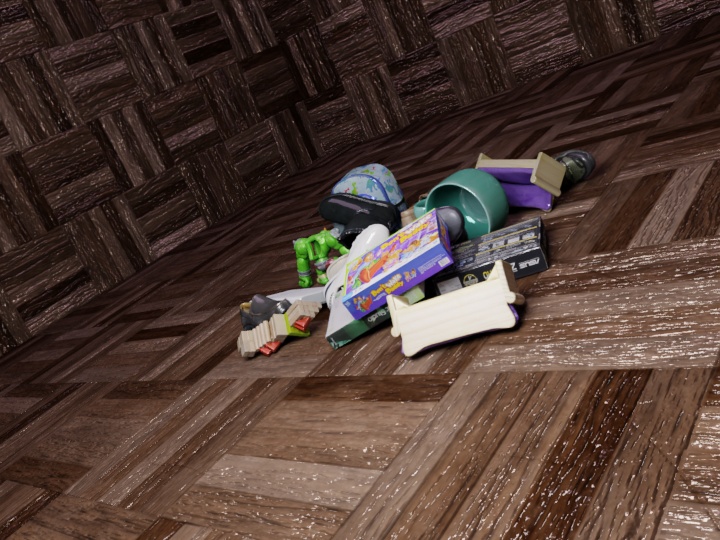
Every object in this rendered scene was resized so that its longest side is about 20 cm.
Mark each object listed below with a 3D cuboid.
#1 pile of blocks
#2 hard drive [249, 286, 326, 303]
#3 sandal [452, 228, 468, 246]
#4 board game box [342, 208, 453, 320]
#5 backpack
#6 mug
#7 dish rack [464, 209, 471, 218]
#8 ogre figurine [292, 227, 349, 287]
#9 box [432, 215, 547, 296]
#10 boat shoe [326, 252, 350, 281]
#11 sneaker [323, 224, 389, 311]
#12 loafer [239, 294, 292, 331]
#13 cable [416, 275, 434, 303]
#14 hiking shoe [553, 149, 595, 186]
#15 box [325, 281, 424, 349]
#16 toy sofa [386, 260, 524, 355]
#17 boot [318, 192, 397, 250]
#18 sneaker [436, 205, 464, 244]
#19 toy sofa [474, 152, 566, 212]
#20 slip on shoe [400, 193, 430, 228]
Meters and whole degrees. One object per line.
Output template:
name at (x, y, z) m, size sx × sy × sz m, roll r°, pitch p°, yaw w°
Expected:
pile of blocks at (-0.157, 0.130, 1.364) m, size 0.198 × 0.082 × 0.063 m, roll -29°, pitch 56°, yaw 21°
hard drive at (-0.137, 0.061, 1.518) m, size 0.131 × 0.027 × 0.198 m, roll -14°, pitch 6°, yaw -41°
sandal at (0.144, -0.042, 1.407) m, size 0.043 × 0.077 × 0.199 m, roll -35°, pitch 8°, yaw -38°
board game box at (0.062, -0.012, 1.203) m, size 0.198 × 0.045 × 0.135 m, roll -32°, pitch 23°, yaw 18°
backpack at (0.021, -0.142, 1.665) m, size 0.181 × 0.203 × 0.147 m, roll -11°, pitch 21°, yaw 38°
mug at (0.211, -0.136, 1.401) m, size 0.114 × 0.184 × 0.153 m, roll -35°, pitch -26°, yaw -40°
dish rack at (0.200, -0.103, 1.543) m, size 0.197 × 0.055 × 0.154 m, roll -26°, pitch 14°, yaw 5°
ogre figurine at (-0.081, -0.032, 1.617) m, size 0.098 × 0.121 × 0.198 m, roll -35°, pitch 19°, yaw -33°
box at (0.235, -0.024, 1.244) m, size 0.197 × 0.050 × 0.162 m, roll -19°, pitch 19°, yaw 21°
boat shoe at (0.018, -0.020, 1.536) m, size 0.197 × 0.074 × 0.063 m, roll -21°, pitch 8°, yaw -4°
sneaker at (0.000, 0.000, 1.396) m, size 0.202 × 0.076 × 0.081 m, roll -58°, pitch 13°, yaw 8°
loafer at (-0.205, 0.085, 1.445) m, size 0.072 × 0.073 × 0.199 m, roll -30°, pitch 2°, yaw -37°
cable at (0.080, 0.026, 1.317) m, size 0.161 × 0.051 × 0.200 m, roll -18°, pitch 18°, yaw 24°
hiking shoe at (0.412, -0.192, 1.494) m, size 0.198 × 0.076 × 0.101 m, roll -19°, pitch 27°, yaw 47°
box at (0.029, 0.046, 1.255) m, size 0.199 × 0.036 × 0.145 m, roll -33°, pitch 23°, yaw 22°
toy sofa at (0.148, 0.062, 1.062) m, size 0.197 × 0.099 × 0.083 m, roll -19°, pitch -12°, yaw 21°
boot at (-0.015, -0.100, 1.507) m, size 0.195 × 0.074 × 0.163 m, roll 7°, pitch 33°, yaw 11°
sneaker at (0.109, -0.050, 1.307) m, size 0.199 × 0.075 × 0.087 m, roll -32°, pitch 1°, yaw 41°
toy sofa at (0.325, -0.188, 1.457) m, size 0.199 × 0.082 × 0.099 m, roll 15°, pitch 84°, yaw 58°
slip on shoe at (0.157, -0.144, 1.531) m, size 0.199 × 0.061 × 0.075 m, roll -39°, pitch 19°, yaw -33°
